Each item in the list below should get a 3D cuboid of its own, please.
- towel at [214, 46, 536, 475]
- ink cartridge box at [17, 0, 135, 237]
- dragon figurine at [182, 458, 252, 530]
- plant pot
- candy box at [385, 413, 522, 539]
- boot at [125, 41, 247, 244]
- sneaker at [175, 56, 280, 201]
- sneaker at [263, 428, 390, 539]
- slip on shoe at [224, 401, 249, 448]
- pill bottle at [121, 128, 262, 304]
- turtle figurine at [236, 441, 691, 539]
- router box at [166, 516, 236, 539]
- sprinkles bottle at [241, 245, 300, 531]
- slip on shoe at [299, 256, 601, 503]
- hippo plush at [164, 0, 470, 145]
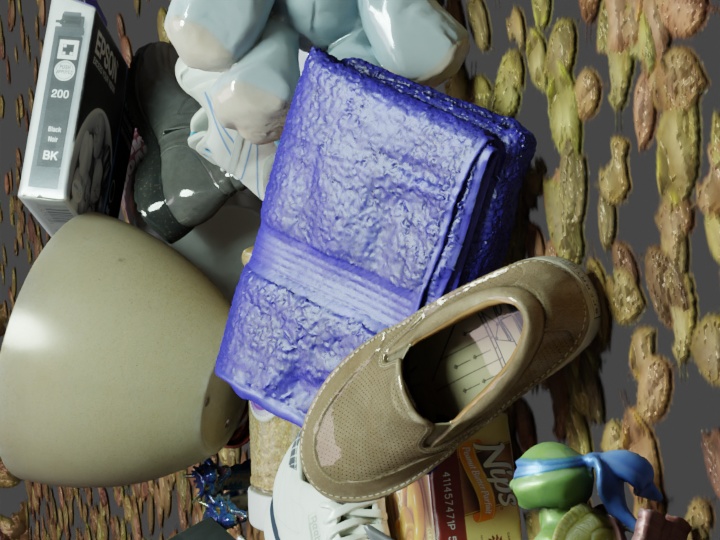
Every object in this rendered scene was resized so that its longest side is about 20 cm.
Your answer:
[{"bbox_3d":[0.002,-0.005,1.222,0.147,0.050,0.200,23,104,24],"label":"towel"},{"bbox_3d":[-0.203,-0.124,1.690,0.198,0.043,0.201,74,-158,-77],"label":"ink cartridge box"},{"bbox_3d":[-0.093,0.163,1.722,0.200,0.099,0.059,174,92,-77],"label":"dragon figurine"},{"bbox_3d":[-0.155,0.070,1.624,0.200,0.134,0.201,14,-90,-74],"label":"plant pot"},{"bbox_3d":[0.038,0.151,1.334,0.200,0.055,0.116,151,114,-72],"label":"candy box"},{"bbox_3d":[-0.101,-0.117,1.677,0.070,0.131,0.200,41,-153,-42],"label":"boot"},{"bbox_3d":[-0.065,-0.081,1.492,0.075,0.086,0.200,-82,-22,-43],"label":"sneaker"},{"bbox_3d":[-0.009,0.169,1.283,0.200,0.076,0.081,-115,35,-46],"label":"sneaker"},{"bbox_3d":[-0.140,0.068,1.823,0.200,0.074,0.061,58,172,-34],"label":"slip on shoe"},{"bbox_3d":[-0.131,-0.055,1.790,0.200,0.109,0.110,-119,30,-58],"label":"pill bottle"},{"bbox_3d":[0.066,0.189,1.056,0.144,0.200,0.194,87,167,-80],"label":"turtle figurine"},{"bbox_3d":[-0.069,0.296,1.608,0.200,0.052,0.158,37,136,33],"label":"router box"},{"bbox_3d":[-0.048,0.082,1.603,0.068,0.068,0.201,-155,62,-72],"label":"sprinkles bottle"},{"bbox_3d":[0.033,0.060,1.146,0.200,0.061,0.076,-32,83,34],"label":"slip on shoe"},{"bbox_3d":[-0.037,-0.155,1.336,0.161,0.159,0.200,166,81,-85],"label":"hippo plush"}]
